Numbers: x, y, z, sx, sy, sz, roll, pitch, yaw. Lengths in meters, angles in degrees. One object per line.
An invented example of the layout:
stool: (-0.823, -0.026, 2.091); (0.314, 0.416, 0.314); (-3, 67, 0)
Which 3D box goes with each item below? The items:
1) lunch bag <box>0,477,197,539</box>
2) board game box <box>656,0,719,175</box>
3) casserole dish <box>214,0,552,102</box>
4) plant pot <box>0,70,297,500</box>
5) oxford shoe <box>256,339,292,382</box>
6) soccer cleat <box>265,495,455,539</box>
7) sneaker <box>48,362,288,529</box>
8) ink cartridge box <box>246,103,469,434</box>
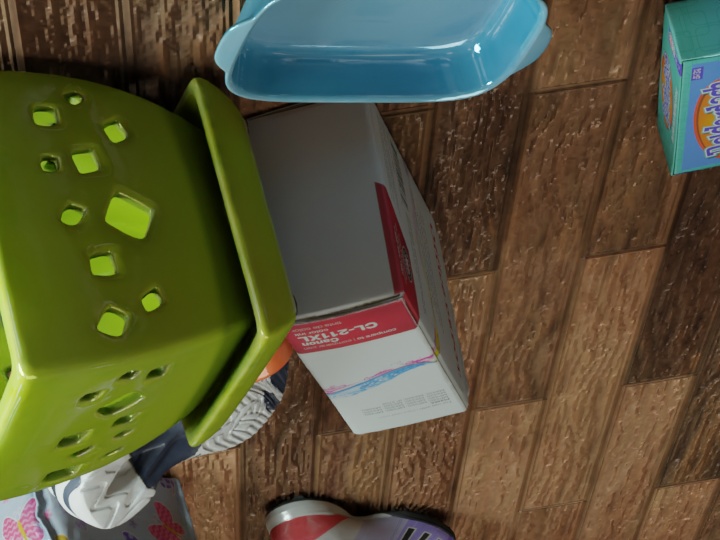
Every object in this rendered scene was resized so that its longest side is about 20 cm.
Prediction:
lunch bag: (-0.252, 0.239, 2.059); (0.169, 0.127, 0.200); (13, 135, -45)
board game box: (0.287, -0.129, 1.626); (0.199, 0.045, 0.152); (-12, 155, -2)
casserole dish: (0.012, -0.141, 1.491); (0.199, 0.039, 0.121); (-2, 152, -21)
plant pot: (-0.154, 0.005, 1.542); (0.181, 0.201, 0.199); (-7, 157, -23)
oxford shoe: (-0.150, 0.048, 1.799); (0.199, 0.071, 0.073); (-14, 125, 14)
soccer cleat: (0.004, 0.242, 2.229); (0.200, 0.073, 0.068); (13, 145, -42)
sneaker: (-0.157, 0.095, 1.873); (0.199, 0.129, 0.080); (-42, 131, -22)
ink cartridge box: (0.000, 0.000, 1.648); (0.083, 0.146, 0.200); (-14, 154, 8)
